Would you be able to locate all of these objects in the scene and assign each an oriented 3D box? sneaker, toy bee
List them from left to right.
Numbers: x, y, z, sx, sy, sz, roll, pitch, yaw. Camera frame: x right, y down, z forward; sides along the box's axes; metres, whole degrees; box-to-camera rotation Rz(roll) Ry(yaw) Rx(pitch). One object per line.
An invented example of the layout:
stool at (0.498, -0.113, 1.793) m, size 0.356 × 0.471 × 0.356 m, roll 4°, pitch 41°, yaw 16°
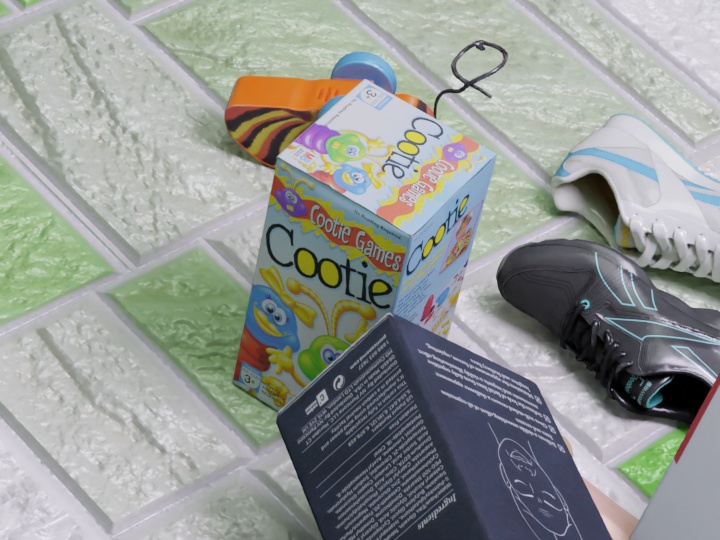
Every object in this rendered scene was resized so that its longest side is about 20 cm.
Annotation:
toy bee at (0.009, -0.089, 1.966) m, size 0.199 × 0.109 × 0.131 m, roll 11°, pitch 46°, yaw 35°
sneaker at (0.178, 0.043, 1.877) m, size 0.199 × 0.076 × 0.079 m, roll 23°, pitch 47°, yaw 11°
sneaker at (0.224, -0.028, 1.968) m, size 0.200 × 0.077 × 0.081 m, roll 35°, pitch 56°, yaw 29°

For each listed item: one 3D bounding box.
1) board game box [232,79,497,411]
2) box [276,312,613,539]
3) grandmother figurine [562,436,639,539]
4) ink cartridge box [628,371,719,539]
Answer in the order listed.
board game box at (0.000, 0.000, 1.785) m, size 0.103 × 0.201 × 0.105 m, roll 31°, pitch 46°, yaw 17°
box at (0.060, 0.149, 1.673) m, size 0.148 × 0.107 × 0.201 m, roll 27°, pitch 29°, yaw -43°
grandmother figurine at (0.178, 0.187, 1.745) m, size 0.200 × 0.061 × 0.121 m, roll 34°, pitch 56°, yaw 23°
ink cartridge box at (0.273, 0.113, 1.740) m, size 0.084 × 0.145 × 0.200 m, roll 38°, pitch 30°, yaw 23°
